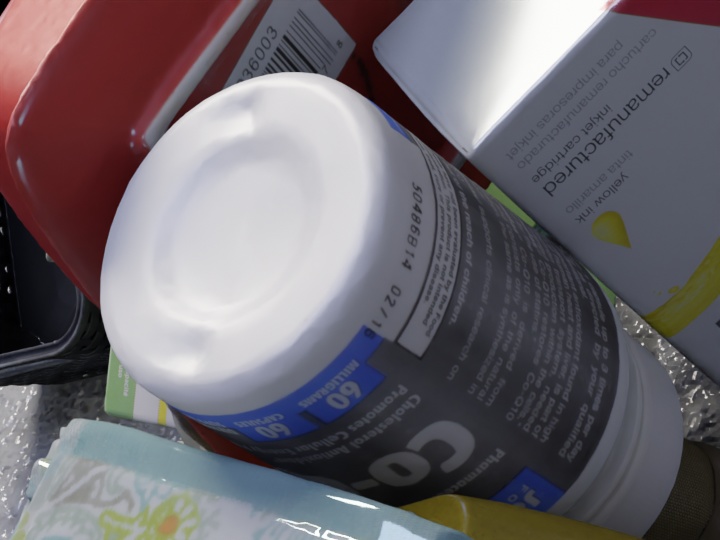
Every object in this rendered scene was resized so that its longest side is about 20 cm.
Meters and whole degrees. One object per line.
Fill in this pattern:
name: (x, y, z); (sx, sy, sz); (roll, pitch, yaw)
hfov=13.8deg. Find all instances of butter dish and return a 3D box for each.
butter dish: (-0.063, -0.061, 1.065); (0.147, 0.200, 0.200); (14, 59, 41)

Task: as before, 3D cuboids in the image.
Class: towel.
towel: (-0.062, 0.139, 0.912); (0.200, 0.048, 0.172); (11, 71, 49)

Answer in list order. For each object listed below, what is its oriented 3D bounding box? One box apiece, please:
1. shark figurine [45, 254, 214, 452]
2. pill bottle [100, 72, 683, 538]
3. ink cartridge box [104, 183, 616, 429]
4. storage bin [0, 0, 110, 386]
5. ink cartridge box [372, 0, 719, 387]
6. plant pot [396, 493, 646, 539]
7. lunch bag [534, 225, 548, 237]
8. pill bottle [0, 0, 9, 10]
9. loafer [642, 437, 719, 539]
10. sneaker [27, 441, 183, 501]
shark figurine: (-0.065, 0.033, 1.121); (0.128, 0.089, 0.215); (-32, 77, 26)
pill bottle: (0.017, 0.027, 0.979); (0.113, 0.200, 0.114); (-19, 56, 30)
ink cartridge box: (0.000, 0.000, 1.159); (0.199, 0.048, 0.146); (9, 94, 30)
storage bin: (-0.148, -0.053, 1.339); (0.135, 0.094, 0.201); (-14, 82, 39)
ink cartridge box: (0.126, -0.058, 1.050); (0.145, 0.200, 0.083); (-46, 40, 6)
plant pot: (0.026, 0.181, 0.969); (0.199, 0.176, 0.201); (-18, 47, 35)
lunch bag: (0.011, -0.061, 1.269); (0.160, 0.077, 0.200); (-30, 42, 22)
pill bottle: (-0.073, -0.169, 1.416); (0.200, 0.113, 0.113); (-27, 43, 27)
loafer: (0.043, 0.100, 1.108); (0.200, 0.067, 0.076); (-27, 43, 27)
sneaker: (-0.087, 0.106, 1.221); (0.200, 0.088, 0.074); (-42, 36, 9)
